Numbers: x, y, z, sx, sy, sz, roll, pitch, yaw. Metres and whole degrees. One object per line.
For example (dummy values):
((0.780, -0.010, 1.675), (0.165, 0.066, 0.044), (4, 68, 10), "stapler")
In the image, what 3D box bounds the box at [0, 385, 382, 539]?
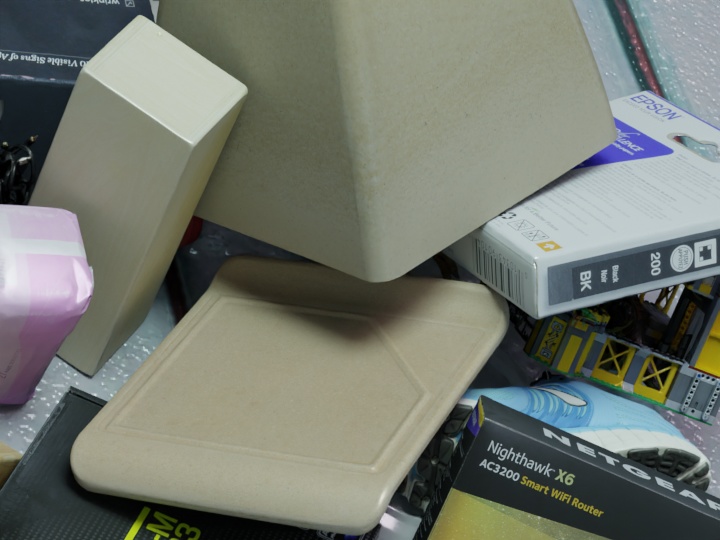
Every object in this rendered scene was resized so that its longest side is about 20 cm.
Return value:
((-0.111, 0.171, 1.533), (0.192, 0.048, 0.200), (24, 44, 6), "box")

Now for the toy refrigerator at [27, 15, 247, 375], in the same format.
((-0.135, -0.041, 1.621), (0.076, 0.200, 0.070), (34, 44, 7), "toy refrigerator")

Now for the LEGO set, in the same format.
((0.160, -0.001, 1.726), (0.153, 0.116, 0.200), (22, 9, -7), "LEGO set")

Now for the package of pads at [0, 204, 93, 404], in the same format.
((-0.253, 0.017, 1.566), (0.199, 0.121, 0.076), (3, 55, -25), "package of pads")

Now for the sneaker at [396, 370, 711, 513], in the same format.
((0.094, 0.099, 1.649), (0.199, 0.079, 0.090), (11, 25, -18), "sneaker")

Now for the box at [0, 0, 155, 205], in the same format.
((-0.234, -0.144, 1.722), (0.199, 0.124, 0.197), (4, 47, -24), "box")

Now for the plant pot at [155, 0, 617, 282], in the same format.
((0.001, -0.136, 1.624), (0.200, 0.178, 0.199), (-31, 36, -35), "plant pot")

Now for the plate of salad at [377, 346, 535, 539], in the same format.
((0.032, 0.103, 1.682), (0.199, 0.048, 0.201), (15, 46, -16), "plate of salad")

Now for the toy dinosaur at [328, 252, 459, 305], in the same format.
((0.000, 0.000, 1.681), (0.106, 0.061, 0.201), (3, 50, -23), "toy dinosaur")

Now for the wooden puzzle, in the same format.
((-0.035, 0.068, 1.578), (0.184, 0.037, 0.200), (7, 37, 24), "wooden puzzle")

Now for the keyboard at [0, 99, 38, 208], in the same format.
((-0.225, -0.046, 1.591), (0.103, 0.200, 0.040), (-5, 77, -13), "keyboard")

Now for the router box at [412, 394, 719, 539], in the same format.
((0.123, 0.181, 1.579), (0.199, 0.158, 0.052), (23, 11, -5), "router box")

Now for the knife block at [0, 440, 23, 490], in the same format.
((-0.224, 0.097, 1.469), (0.064, 0.176, 0.200), (33, 44, 4), "knife block")

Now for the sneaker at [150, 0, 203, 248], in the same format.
((-0.084, -0.092, 1.783), (0.115, 0.079, 0.201), (7, 49, -19), "sneaker")

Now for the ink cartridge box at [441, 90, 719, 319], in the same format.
((0.135, -0.042, 1.674), (0.199, 0.044, 0.198), (-13, 26, -24), "ink cartridge box")
